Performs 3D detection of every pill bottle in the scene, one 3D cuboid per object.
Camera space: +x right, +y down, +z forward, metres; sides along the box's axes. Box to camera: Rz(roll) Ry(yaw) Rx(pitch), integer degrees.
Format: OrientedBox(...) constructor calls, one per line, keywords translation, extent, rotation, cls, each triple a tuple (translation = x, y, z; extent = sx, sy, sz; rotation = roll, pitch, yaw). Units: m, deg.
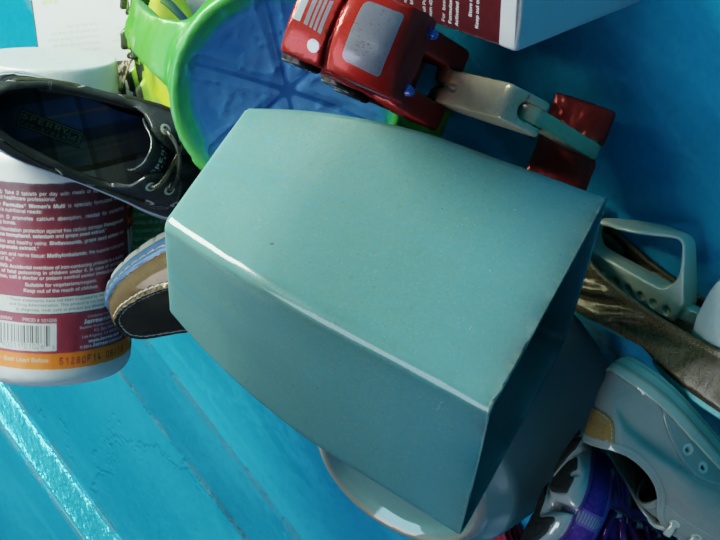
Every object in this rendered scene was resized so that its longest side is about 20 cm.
OrientedBox(translation=(-0.200, -0.036, 1.135), extent=(0.109, 0.109, 0.203), rotation=(17, 111, 43), cls="pill bottle")

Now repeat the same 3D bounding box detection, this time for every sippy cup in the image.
OrientedBox(translation=(-0.041, -0.126, 1.045), extent=(0.139, 0.131, 0.178), rotation=(-33, 112, 15), cls="sippy cup")

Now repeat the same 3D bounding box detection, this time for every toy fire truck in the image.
OrientedBox(translation=(0.051, -0.093, 0.910), extent=(0.140, 0.200, 0.049), rotation=(24, 92, 16), cls="toy fire truck")

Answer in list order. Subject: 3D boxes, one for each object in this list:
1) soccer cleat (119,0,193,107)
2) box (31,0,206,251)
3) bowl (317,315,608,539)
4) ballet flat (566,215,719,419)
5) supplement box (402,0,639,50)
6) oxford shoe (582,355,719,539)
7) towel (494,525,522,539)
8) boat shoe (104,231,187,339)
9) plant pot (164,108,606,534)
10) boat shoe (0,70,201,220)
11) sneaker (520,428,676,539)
OrientedBox(translation=(-0.098, -0.102, 1.123), extent=(0.065, 0.083, 0.202), rotation=(-173, 67, -78), cls="soccer cleat")
OrientedBox(translation=(-0.139, -0.102, 1.178), extent=(0.143, 0.036, 0.203), rotation=(-2, 101, 18), cls="box")
OrientedBox(translation=(0.046, 0.090, 1.083), extent=(0.199, 0.105, 0.202), rotation=(23, 140, 21), cls="bowl")
OrientedBox(translation=(0.176, 0.019, 0.971), extent=(0.199, 0.067, 0.073), rotation=(37, 122, 35), cls="ballet flat")
OrientedBox(translation=(0.042, -0.183, 0.942), extent=(0.199, 0.108, 0.062), rotation=(25, 126, 38), cls="supplement box")
OrientedBox(translation=(0.192, 0.131, 0.978), extent=(0.200, 0.058, 0.075), rotation=(45, 172, -17), cls="oxford shoe")
OrientedBox(translation=(0.092, 0.264, 1.262), extent=(0.145, 0.022, 0.200), rotation=(57, 144, 6), cls="towel")
OrientedBox(translation=(-0.071, 0.011, 1.068), extent=(0.198, 0.073, 0.072), rotation=(-19, 143, 23), cls="boat shoe")
OrientedBox(translation=(0.003, 0.009, 0.934), extent=(0.198, 0.142, 0.142), rotation=(26, 149, 12), cls="plant pot")
OrientedBox(translation=(-0.133, -0.073, 1.050), extent=(0.066, 0.198, 0.071), rotation=(-152, 83, -77), cls="boat shoe")
OrientedBox(translation=(0.149, 0.151, 1.032), extent=(0.083, 0.081, 0.200), rotation=(25, 172, 22), cls="sneaker")
